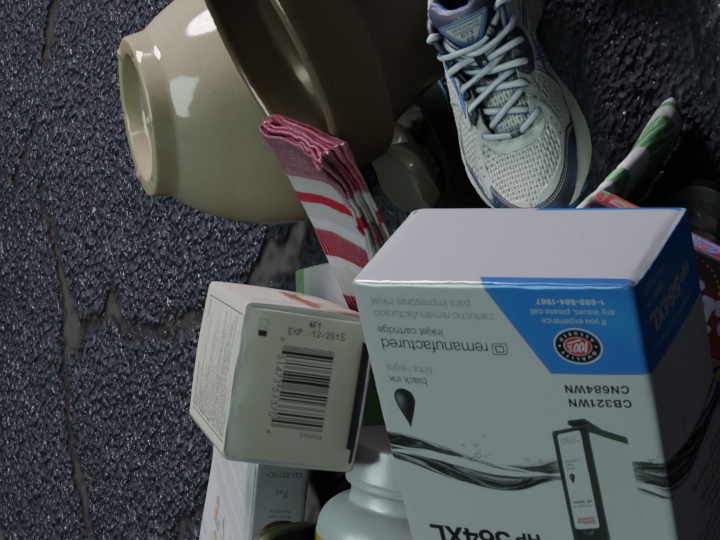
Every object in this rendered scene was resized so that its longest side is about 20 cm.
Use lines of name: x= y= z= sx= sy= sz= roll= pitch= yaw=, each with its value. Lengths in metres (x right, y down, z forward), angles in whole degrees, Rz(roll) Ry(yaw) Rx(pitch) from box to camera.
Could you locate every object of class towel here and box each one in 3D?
towel: x=0.000 y=0.000 z=1.180 sx=0.201 sy=0.023 sz=0.144 roll=65 pitch=168 yaw=-18
towel: x=0.110 y=-0.006 z=1.033 sx=0.023 sy=0.200 sz=0.153 roll=37 pitch=128 yaw=10

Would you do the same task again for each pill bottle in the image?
pill bottle: x=0.022 y=0.209 z=1.219 sx=0.113 sy=0.112 sz=0.201 roll=22 pitch=108 yaw=59

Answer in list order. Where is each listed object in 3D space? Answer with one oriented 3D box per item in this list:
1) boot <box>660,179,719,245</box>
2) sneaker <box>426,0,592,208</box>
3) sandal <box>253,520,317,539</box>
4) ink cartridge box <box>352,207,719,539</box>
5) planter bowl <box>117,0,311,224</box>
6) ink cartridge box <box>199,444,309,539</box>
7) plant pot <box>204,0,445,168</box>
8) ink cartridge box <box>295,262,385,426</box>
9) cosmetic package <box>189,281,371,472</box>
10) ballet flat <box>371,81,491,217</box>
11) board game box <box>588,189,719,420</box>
boot: x=0.133 y=0.044 z=1.038 sx=0.200 sy=0.068 sz=0.131 roll=-39 pitch=20 yaw=31
sneaker: x=0.070 y=-0.119 z=1.057 sx=0.077 sy=0.085 sz=0.201 roll=-23 pitch=65 yaw=19
sandal: x=-0.047 y=0.206 z=1.283 sx=0.057 sy=0.201 sz=0.080 roll=10 pitch=88 yaw=16
ink cartridge box: x=0.094 y=0.076 z=0.909 sx=0.145 sy=0.084 sz=0.201 roll=0 pitch=117 yaw=28
planter bowl: x=-0.105 y=-0.124 z=1.397 sx=0.200 sy=0.134 sz=0.202 roll=168 pitch=90 yaw=-75
ink cartridge box: x=-0.084 y=0.181 z=1.427 sx=0.200 sy=0.044 sz=0.177 roll=-120 pitch=36 yaw=-68
plant pot: x=0.006 y=-0.184 z=1.195 sx=0.201 sy=0.174 sz=0.200 roll=55 pitch=166 yaw=20
ink cartridge box: x=0.019 y=0.061 z=1.309 sx=0.200 sy=0.048 sz=0.147 roll=-13 pitch=76 yaw=62
cosmetic package: x=-0.056 y=0.067 z=1.244 sx=0.200 sy=0.087 sz=0.104 roll=-158 pitch=76 yaw=-78
ballet flat: x=0.034 y=-0.087 z=1.266 sx=0.068 sy=0.068 sz=0.200 roll=-58 pitch=38 yaw=28
board game box: x=0.187 y=0.049 z=0.918 sx=0.199 sy=0.019 sz=0.103 roll=27 pitch=116 yaw=16
